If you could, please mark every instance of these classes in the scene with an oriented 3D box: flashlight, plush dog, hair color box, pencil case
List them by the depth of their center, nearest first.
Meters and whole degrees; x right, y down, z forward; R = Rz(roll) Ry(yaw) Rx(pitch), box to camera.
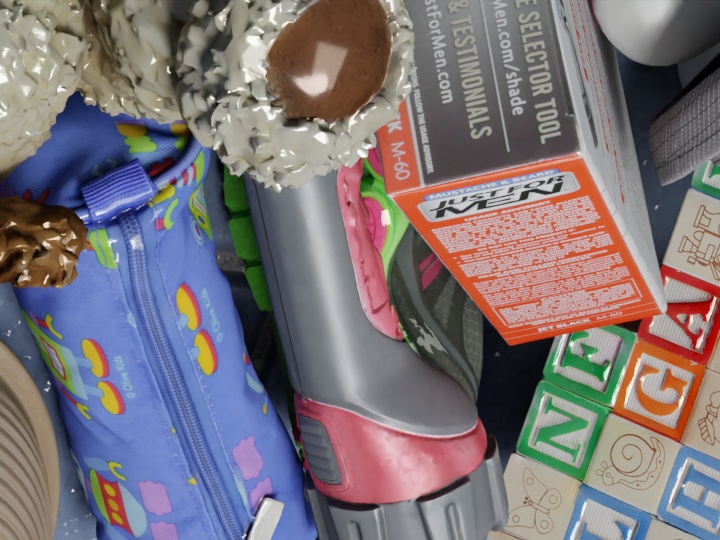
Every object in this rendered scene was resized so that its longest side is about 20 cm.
[{"bbox_3d":[-0.103,-0.093,0.749,0.171,0.160,0.200,-35,106,0],"label":"plush dog"},{"bbox_3d":[0.048,-0.054,0.845,0.064,0.112,0.200,-12,163,9],"label":"hair color box"},{"bbox_3d":[0.000,0.000,0.853,0.068,0.068,0.201,-7,111,9],"label":"flashlight"},{"bbox_3d":[-0.067,0.028,0.870,0.078,0.087,0.201,-28,131,-15],"label":"pencil case"}]

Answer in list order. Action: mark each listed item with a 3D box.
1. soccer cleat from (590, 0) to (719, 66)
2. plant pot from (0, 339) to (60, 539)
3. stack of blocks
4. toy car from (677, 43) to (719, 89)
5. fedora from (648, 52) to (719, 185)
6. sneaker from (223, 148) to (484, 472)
[{"bbox_3d":[0.144,-0.154,0.838,0.070,0.086,0.201,36,85,-19],"label":"soccer cleat"},{"bbox_3d":[-0.168,0.106,0.827,0.200,0.093,0.202,-23,130,-31],"label":"plant pot"},{"bbox_3d":[0.128,0.046,0.954,0.059,0.115,0.201,-9,120,-67],"label":"stack of blocks"},{"bbox_3d":[0.232,-0.097,1.023,0.201,0.174,0.150,-60,172,7],"label":"toy car"},{"bbox_3d":[0.187,-0.077,0.849,0.200,0.090,0.177,-44,-179,-21],"label":"fedora"},{"bbox_3d":[0.002,-0.009,0.932,0.084,0.076,0.201,-56,145,-56],"label":"sneaker"}]
